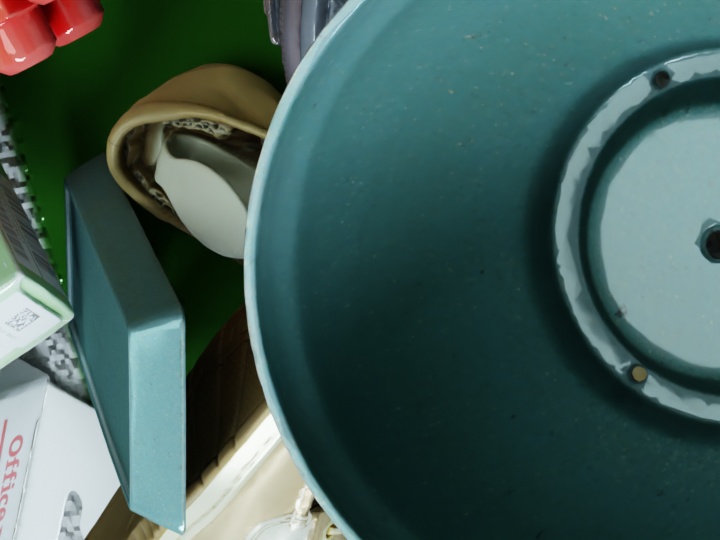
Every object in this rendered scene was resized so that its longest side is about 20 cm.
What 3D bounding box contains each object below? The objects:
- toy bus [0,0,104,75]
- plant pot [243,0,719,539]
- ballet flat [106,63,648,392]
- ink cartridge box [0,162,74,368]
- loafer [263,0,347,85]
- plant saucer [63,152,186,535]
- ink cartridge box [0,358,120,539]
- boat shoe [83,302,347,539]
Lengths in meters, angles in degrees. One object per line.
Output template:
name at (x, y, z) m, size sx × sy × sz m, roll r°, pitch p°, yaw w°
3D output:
toy bus at (-0.149, -0.149, 0.870) m, size 0.136 × 0.200 × 0.192 m, roll -16°, pitch 101°, yaw 39°
plant pot at (0.085, -0.003, 0.763) m, size 0.200 × 0.134 × 0.201 m, roll 3°, pitch 98°, yaw 22°
ballet flat at (0.000, 0.000, 0.882) m, size 0.200 × 0.063 × 0.069 m, roll 30°, pitch 119°, yaw 25°
ink cartridge box at (-0.213, 0.011, 0.974) m, size 0.200 × 0.048 × 0.146 m, roll -34°, pitch 61°, yaw 8°
loafer at (0.003, -0.131, 0.847) m, size 0.063 × 0.072 × 0.200 m, roll 34°, pitch 127°, yaw 47°
plant saucer at (-0.078, 0.018, 0.888) m, size 0.200 × 0.019 × 0.070 m, roll -124°, pitch 34°, yaw -71°
ink cartridge box at (-0.188, 0.073, 1.035) m, size 0.200 × 0.067 × 0.116 m, roll 26°, pitch 116°, yaw 28°
boat shoe at (-0.034, 0.076, 0.878) m, size 0.069 × 0.074 × 0.200 m, roll 25°, pitch 128°, yaw -17°
